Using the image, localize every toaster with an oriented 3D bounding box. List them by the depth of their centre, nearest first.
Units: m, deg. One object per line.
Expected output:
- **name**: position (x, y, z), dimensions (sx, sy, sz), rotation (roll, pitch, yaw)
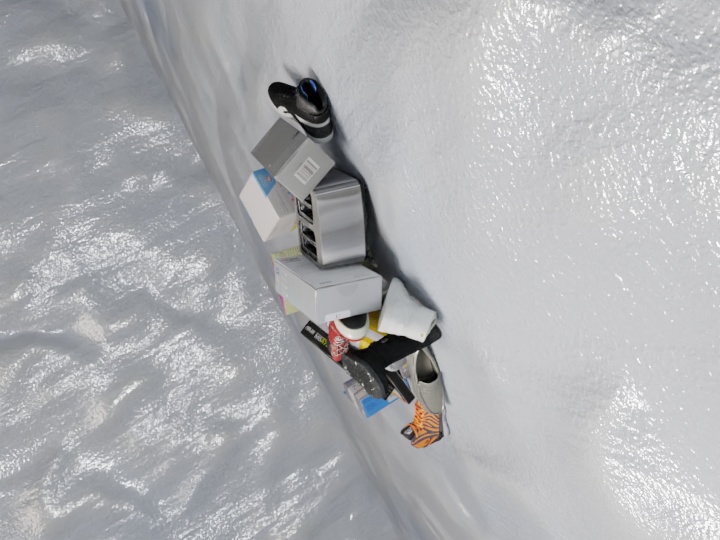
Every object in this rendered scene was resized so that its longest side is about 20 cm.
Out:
- **toaster**: position (-0.062, -0.110, 1.428), dimensions (0.200, 0.118, 0.183), rotation (38, 137, 57)

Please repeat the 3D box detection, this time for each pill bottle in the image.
- **pill bottle**: position (0.020, 0.146, 1.586), dimensions (0.199, 0.111, 0.112), rotation (24, 145, 35)

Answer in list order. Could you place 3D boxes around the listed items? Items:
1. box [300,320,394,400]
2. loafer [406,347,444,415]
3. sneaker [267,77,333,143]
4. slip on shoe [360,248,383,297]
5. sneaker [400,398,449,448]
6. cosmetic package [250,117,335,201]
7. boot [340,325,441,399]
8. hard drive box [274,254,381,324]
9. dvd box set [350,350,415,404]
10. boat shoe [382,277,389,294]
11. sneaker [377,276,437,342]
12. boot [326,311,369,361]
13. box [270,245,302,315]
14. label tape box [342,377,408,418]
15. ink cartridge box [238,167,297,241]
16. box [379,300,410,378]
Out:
- **box**: position (-0.031, 0.220, 1.647), dimensions (0.192, 0.048, 0.200), rotation (29, 169, 42)
- **loafer**: position (0.148, 0.246, 1.526), dimensions (0.070, 0.069, 0.201), rotation (-133, 20, -69)
- **sneaker**: position (-0.122, -0.357, 1.369), dimensions (0.200, 0.073, 0.112), rotation (44, 156, 27)
- **slip on shoe**: position (0.000, 0.000, 1.590), dimensions (0.061, 0.074, 0.201), rotation (50, 166, 49)
- **sneaker**: position (0.149, 0.365, 1.654), dimensions (0.078, 0.111, 0.201), rotation (39, 153, 55)
- **cosmetic package**: position (-0.142, -0.230, 1.376), dimensions (0.090, 0.107, 0.200), rotation (39, -178, -35)
- **boot**: position (0.081, 0.171, 1.369), dimensions (0.165, 0.198, 0.066), rotation (34, 140, 56)
- **hard drive box**: position (-0.071, 0.028, 1.420), dimensions (0.200, 0.155, 0.078), rotation (30, 125, 54)
- **dvd box set**: position (0.044, 0.255, 1.740), dimensions (0.199, 0.029, 0.147), rotation (25, 154, 54)
- **boat shoe**: position (-0.005, 0.058, 1.521), dimensions (0.071, 0.070, 0.200), rotation (40, 151, -14)
- **sneaker**: position (0.101, 0.085, 1.386), dimensions (0.200, 0.114, 0.074), rotation (-75, 2, -65)
- **boot**: position (-0.031, 0.143, 1.432), dimensions (0.200, 0.072, 0.146), rotation (-129, 40, -67)
- **box**: position (-0.115, 0.009, 1.707), dimensions (0.176, 0.198, 0.097), rotation (92, 158, -64)
- **label tape box**: position (0.031, 0.319, 1.905), dimensions (0.064, 0.143, 0.200), rotation (66, 164, -20)
- **ink cartridge box**: position (-0.157, -0.178, 1.582), dimensions (0.129, 0.199, 0.125), rotation (59, 148, 8)
- **box**: position (0.065, 0.178, 1.725), dimensions (0.201, 0.048, 0.158), rotation (61, 166, 1)
